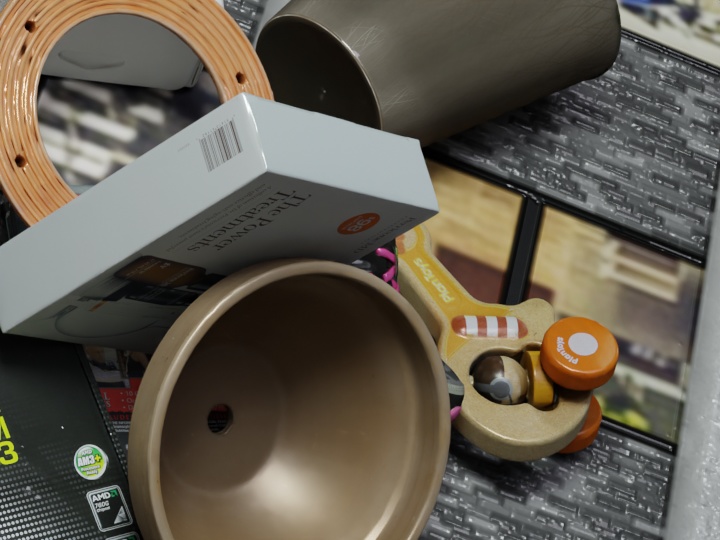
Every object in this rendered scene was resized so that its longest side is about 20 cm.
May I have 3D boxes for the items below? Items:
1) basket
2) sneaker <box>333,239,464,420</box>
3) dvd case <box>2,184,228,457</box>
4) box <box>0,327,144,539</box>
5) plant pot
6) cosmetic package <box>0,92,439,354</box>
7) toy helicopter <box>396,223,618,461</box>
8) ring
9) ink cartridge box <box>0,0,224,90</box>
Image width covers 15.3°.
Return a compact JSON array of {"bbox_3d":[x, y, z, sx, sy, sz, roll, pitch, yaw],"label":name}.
[{"bbox_3d":[0.039,-0.156,1.727,0.200,0.136,0.180,-33,78,-34],"label":"basket"},{"bbox_3d":[0.000,0.000,1.560,0.087,0.074,0.200,-44,83,4],"label":"sneaker"},{"bbox_3d":[-0.127,0.035,1.581,0.146,0.022,0.200,0,57,-24],"label":"dvd case"},{"bbox_3d":[-0.227,0.109,1.444,0.200,0.048,0.194,-12,70,-28],"label":"box"},{"bbox_3d":[-0.055,0.088,1.474,0.200,0.093,0.201,-8,103,-35],"label":"plant pot"},{"bbox_3d":[-0.080,-0.019,1.455,0.151,0.200,0.052,8,58,-52],"label":"cosmetic package"},{"bbox_3d":[0.055,0.041,1.637,0.132,0.079,0.200,-24,57,-25],"label":"toy helicopter"},{"bbox_3d":[-0.138,-0.089,1.594,0.200,0.019,0.201,8,75,-32],"label":"ring"},{"bbox_3d":[-0.171,-0.224,1.712,0.145,0.084,0.200,5,54,-19],"label":"ink cartridge box"}]
